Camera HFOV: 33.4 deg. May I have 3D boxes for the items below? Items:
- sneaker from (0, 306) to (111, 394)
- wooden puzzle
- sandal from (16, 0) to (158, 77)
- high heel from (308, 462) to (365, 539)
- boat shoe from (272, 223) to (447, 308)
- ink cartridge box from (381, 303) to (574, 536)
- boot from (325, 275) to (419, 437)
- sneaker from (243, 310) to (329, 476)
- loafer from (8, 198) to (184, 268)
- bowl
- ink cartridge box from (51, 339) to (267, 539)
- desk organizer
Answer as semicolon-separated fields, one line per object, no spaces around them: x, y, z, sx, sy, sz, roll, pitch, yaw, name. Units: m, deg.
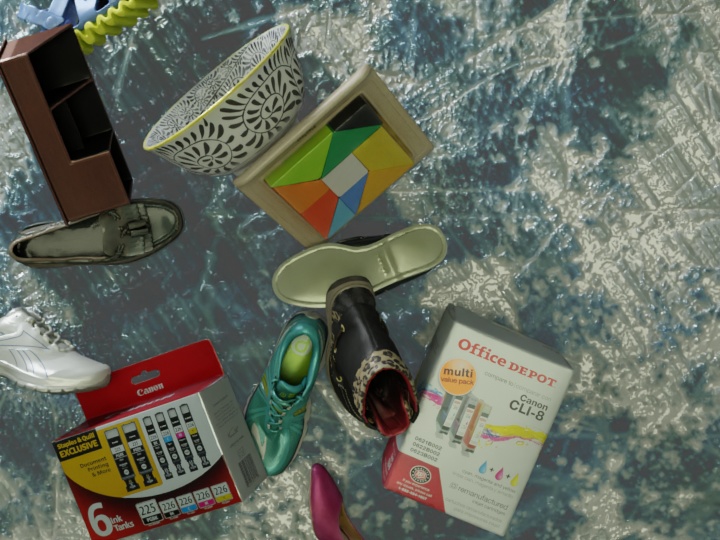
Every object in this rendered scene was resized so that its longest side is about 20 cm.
-0.375;0.090;1.363;0.199;0.075;0.087;14;88;11;sneaker
-0.020;-0.110;1.286;0.185;0.200;0.037;-41;59;5;wooden puzzle
-0.303;-0.293;1.329;0.200;0.079;0.087;-32;90;3;sandal
0.002;0.309;1.383;0.096;0.067;0.201;-11;101;12;high heel
0.000;-0.002;1.356;0.199;0.066;0.075;-21;81;-2;boat shoe
0.127;0.159;1.330;0.145;0.145;0.201;22;95;-1;ink cartridge box
0.013;0.123;1.296;0.073;0.151;0.201;-12;128;-11;boot
-0.089;0.141;1.366;0.077;0.080;0.201;16;98;0;sneaker
-0.300;-0.035;1.361;0.199;0.063;0.072;-12;96;3;loafer
-0.126;-0.163;1.283;0.201;0.201;0.094;-39;110;5;bowl
-0.234;0.193;1.351;0.199;0.084;0.176;-20;94;19;ink cartridge box
-0.319;-0.159;1.308;0.077;0.072;0.200;-16;119;1;desk organizer
